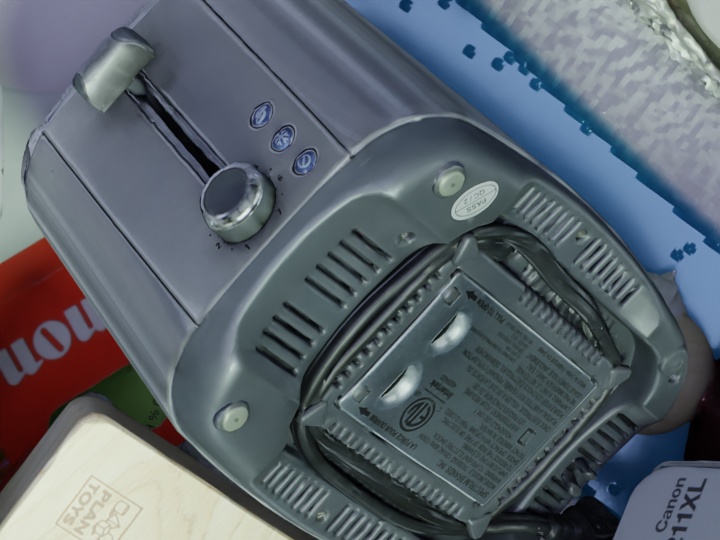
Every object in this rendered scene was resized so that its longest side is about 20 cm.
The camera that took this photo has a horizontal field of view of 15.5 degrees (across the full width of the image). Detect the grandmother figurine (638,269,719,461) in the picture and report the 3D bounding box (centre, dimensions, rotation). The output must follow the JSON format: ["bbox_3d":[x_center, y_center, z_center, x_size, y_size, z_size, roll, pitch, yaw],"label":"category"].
[{"bbox_3d":[0.146,0.054,0.803,0.199,0.061,0.122,24,102,6],"label":"grandmother figurine"}]

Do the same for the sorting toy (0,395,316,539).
[{"bbox_3d":[-0.067,0.161,0.800,0.199,0.070,0.200,35,95,-21],"label":"sorting toy"}]

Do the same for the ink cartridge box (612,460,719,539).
[{"bbox_3d":[0.144,0.162,0.725,0.200,0.083,0.146,37,66,-30],"label":"ink cartridge box"}]

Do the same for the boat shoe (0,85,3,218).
[{"bbox_3d":[-0.131,0.026,0.727,0.072,0.068,0.201,0,91,17],"label":"boat shoe"}]

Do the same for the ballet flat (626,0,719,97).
[{"bbox_3d":[0.146,-0.046,0.798,0.200,0.072,0.072,43,96,3],"label":"ballet flat"}]

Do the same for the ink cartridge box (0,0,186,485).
[{"bbox_3d":[-0.099,-0.030,0.786,0.162,0.057,0.200,-32,99,-16],"label":"ink cartridge box"}]

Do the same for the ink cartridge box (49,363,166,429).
[{"bbox_3d":[-0.165,0.051,0.832,0.199,0.076,0.148,16,94,7],"label":"ink cartridge box"}]

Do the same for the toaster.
[{"bbox_3d":[0.000,0.000,0.730,0.114,0.200,0.129,-47,50,6],"label":"toaster"}]
